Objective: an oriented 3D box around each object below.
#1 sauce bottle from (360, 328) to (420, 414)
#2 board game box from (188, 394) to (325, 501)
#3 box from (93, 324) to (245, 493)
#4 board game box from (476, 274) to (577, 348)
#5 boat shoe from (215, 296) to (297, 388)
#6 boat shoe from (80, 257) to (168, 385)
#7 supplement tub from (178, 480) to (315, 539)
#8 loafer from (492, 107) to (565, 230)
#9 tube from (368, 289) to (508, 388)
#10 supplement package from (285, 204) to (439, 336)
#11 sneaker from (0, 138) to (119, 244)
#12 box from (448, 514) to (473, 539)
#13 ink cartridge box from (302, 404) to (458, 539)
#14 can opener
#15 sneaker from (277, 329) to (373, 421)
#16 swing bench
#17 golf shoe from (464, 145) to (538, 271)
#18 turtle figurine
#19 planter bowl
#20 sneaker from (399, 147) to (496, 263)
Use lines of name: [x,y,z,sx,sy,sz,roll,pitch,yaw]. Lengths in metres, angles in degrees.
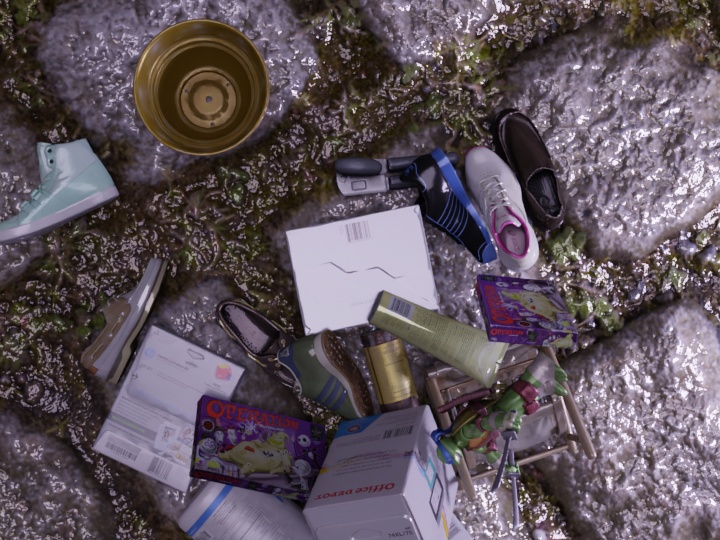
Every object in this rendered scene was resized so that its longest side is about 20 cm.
sauce bottle: [0.054,0.185,1.250,0.064,0.065,0.202,-15,90,-3]
board game box: [-0.143,0.258,1.189,0.198,0.121,0.032,18,130,-22]
box: [-0.283,0.204,1.236,0.155,0.041,0.202,25,88,-3]
board game box: [0.234,0.055,1.189,0.119,0.200,0.033,1,110,2]
boat shoe: [-0.136,0.113,1.244,0.200,0.060,0.072,41,86,-1]
boat shoe: [-0.350,0.066,1.229,0.068,0.075,0.202,25,88,-7]
supplement tub: [-0.152,0.376,1.198,0.200,0.132,0.132,40,86,-2]
loafer: [0.269,-0.161,1.269,0.072,0.071,0.202,-26,89,-4]
tube: [0.108,0.092,1.158,0.198,0.052,0.058,24,125,-4]
supplement package: [0.000,0.000,1.230,0.198,0.111,0.158,-11,89,-4]
sneaker: [-0.476,-0.121,1.228,0.199,0.074,0.119,-27,96,-13]
box: [0.084,0.457,1.252,0.199,0.041,0.156,-39,90,-5]
ink cartridge box: [0.035,0.312,1.140,0.145,0.200,0.147,-15,110,21]
can opener: [0.058,-0.149,1.266,0.198,0.066,0.053,-6,88,-8]
sneaker: [-0.053,0.163,1.214,0.089,0.201,0.068,-13,44,16]
swing bench: [0.213,0.207,1.228,0.197,0.130,0.202,-17,83,-3]
golf shoe: [0.211,-0.097,1.230,0.075,0.091,0.202,-26,84,10]
turtle figurine: [0.210,0.219,1.093,0.194,0.200,0.144,-42,119,-10]
planter bowl: [-0.233,-0.266,1.243,0.198,0.083,0.203,0,88,-3]
sneaker: [0.133,-0.084,1.250,0.077,0.070,0.201,-31,107,3]
